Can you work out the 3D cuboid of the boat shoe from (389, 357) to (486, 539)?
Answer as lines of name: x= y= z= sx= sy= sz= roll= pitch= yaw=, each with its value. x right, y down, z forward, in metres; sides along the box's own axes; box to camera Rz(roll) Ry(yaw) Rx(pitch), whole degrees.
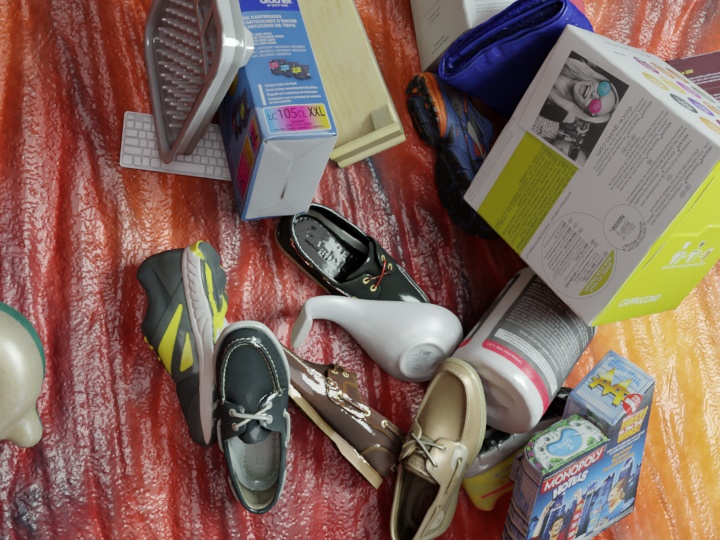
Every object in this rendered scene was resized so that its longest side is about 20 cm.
boat shoe: x=0.075 y=0.188 z=0.832 sx=0.064 sy=0.070 sz=0.204 roll=-10 pitch=114 yaw=-53

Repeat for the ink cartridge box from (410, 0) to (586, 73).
ink cartridge box: x=0.137 y=-0.342 z=0.911 sx=0.143 sy=0.144 sz=0.204 roll=-8 pitch=88 yaw=-16

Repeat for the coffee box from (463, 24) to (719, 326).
coffee box: x=0.264 y=-0.089 z=0.823 sx=0.198 sy=0.202 sz=0.198 roll=-5 pitch=45 yaw=-46

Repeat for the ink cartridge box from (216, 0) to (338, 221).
ink cartridge box: x=-0.093 y=-0.171 z=0.808 sx=0.075 sy=0.137 sz=0.203 roll=-5 pitch=64 yaw=-21

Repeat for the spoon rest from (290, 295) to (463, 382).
spoon rest: x=0.019 y=0.065 z=0.861 sx=0.197 sy=0.061 sz=0.100 roll=15 pitch=121 yaw=-27

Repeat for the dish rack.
dish rack: x=-0.154 y=-0.214 z=0.775 sx=0.043 sy=0.200 sz=0.175 roll=-2 pitch=67 yaw=-31

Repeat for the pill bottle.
pill bottle: x=0.187 y=0.067 z=0.890 sx=0.111 sy=0.110 sz=0.200 roll=47 pitch=59 yaw=-7

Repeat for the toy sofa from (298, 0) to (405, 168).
toy sofa: x=-0.024 y=-0.220 z=0.892 sx=0.082 sy=0.098 sz=0.203 roll=-21 pitch=91 yaw=7

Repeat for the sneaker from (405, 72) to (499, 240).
sneaker: x=0.122 y=-0.132 z=0.924 sx=0.077 sy=0.075 sz=0.203 roll=-20 pitch=92 yaw=-21

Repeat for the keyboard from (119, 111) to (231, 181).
keyboard: x=-0.150 y=-0.125 z=0.872 sx=0.196 sy=0.011 sz=0.057 roll=6 pitch=82 yaw=-16

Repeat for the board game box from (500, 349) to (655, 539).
board game box: x=0.221 y=0.192 z=0.842 sx=0.197 sy=0.061 sz=0.203 roll=-15 pitch=125 yaw=-35

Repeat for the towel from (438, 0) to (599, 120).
towel: x=0.186 y=-0.219 z=0.871 sx=0.199 sy=0.146 sz=0.050 roll=13 pitch=62 yaw=-53

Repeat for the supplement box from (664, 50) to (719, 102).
supplement box: x=0.403 y=-0.154 z=1.011 sx=0.107 sy=0.061 sz=0.204 roll=-12 pitch=88 yaw=-11

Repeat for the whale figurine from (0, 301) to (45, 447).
whale figurine: x=-0.362 y=0.117 z=0.750 sx=0.157 sy=0.104 sz=0.203 roll=21 pitch=103 yaw=-13

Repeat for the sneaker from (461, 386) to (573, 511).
sneaker: x=0.189 y=0.196 z=0.913 sx=0.197 sy=0.078 sz=0.092 roll=-21 pitch=105 yaw=-16

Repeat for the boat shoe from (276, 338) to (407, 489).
boat shoe: x=-0.029 y=0.133 z=0.850 sx=0.070 sy=0.070 sz=0.200 roll=-46 pitch=106 yaw=-10

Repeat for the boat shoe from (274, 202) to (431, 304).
boat shoe: x=-0.001 y=0.002 z=0.877 sx=0.200 sy=0.063 sz=0.074 roll=37 pitch=73 yaw=-11

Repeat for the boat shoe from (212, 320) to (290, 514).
boat shoe: x=-0.098 y=0.142 z=0.776 sx=0.074 sy=0.061 sz=0.203 roll=-8 pitch=123 yaw=-3

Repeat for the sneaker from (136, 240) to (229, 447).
sneaker: x=-0.172 y=0.073 z=0.822 sx=0.083 sy=0.074 sz=0.204 roll=-3 pitch=95 yaw=15
